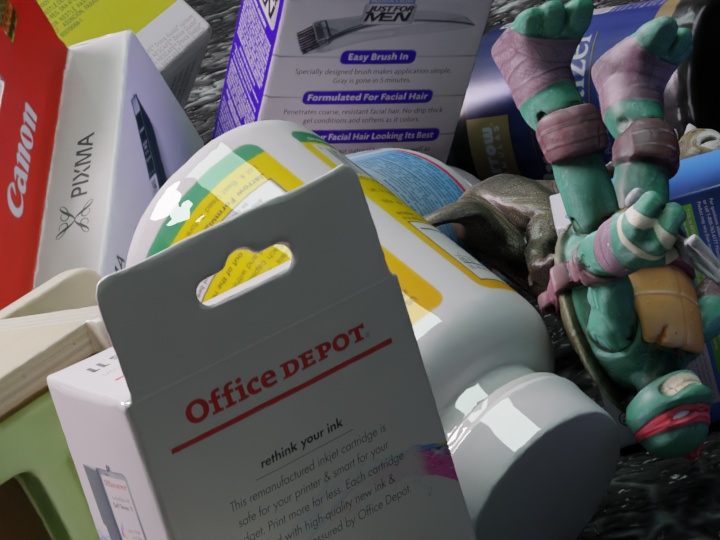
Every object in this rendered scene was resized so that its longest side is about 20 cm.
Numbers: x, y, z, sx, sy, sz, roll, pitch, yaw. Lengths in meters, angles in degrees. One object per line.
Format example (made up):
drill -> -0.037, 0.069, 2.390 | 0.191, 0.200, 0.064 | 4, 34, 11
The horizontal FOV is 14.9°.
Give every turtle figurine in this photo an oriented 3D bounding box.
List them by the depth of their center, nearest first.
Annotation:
turtle figurine -> 0.116, -0.003, 1.071 | 0.100, 0.201, 0.150 | -25, -22, 21

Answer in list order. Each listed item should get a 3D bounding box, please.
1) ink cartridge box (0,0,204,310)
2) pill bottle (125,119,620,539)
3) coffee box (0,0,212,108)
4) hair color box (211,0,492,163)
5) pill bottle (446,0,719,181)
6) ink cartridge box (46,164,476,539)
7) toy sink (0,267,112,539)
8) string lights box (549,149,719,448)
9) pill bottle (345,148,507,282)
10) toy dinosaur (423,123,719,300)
ink cartridge box -> -0.135, -0.039, 1.332 | 0.043, 0.174, 0.201 | -12, 49, 17
pill bottle -> 0.006, 0.035, 1.100 | 0.112, 0.113, 0.200 | -28, 51, -32
coffee box -> -0.233, -0.097, 1.525 | 0.200, 0.198, 0.200 | -43, -8, -28
hair color box -> -0.012, -0.079, 1.395 | 0.109, 0.201, 0.065 | -1, 43, -20
pill bottle -> 0.112, -0.081, 1.476 | 0.199, 0.112, 0.112 | -7, 19, 33
ink cartridge box -> -0.033, 0.071, 0.975 | 0.117, 0.201, 0.067 | -25, 19, -27
toy sink -> -0.125, 0.093, 1.076 | 0.200, 0.131, 0.112 | -34, 15, -35
string lights box -> 0.189, -0.004, 1.168 | 0.199, 0.103, 0.059 | -15, 15, 5
pill bottle -> 0.000, 0.000, 1.296 | 0.108, 0.109, 0.200 | -9, 4, 25
toy dinosaur -> 0.092, -0.014, 1.274 | 0.199, 0.077, 0.102 | -11, 30, -29
